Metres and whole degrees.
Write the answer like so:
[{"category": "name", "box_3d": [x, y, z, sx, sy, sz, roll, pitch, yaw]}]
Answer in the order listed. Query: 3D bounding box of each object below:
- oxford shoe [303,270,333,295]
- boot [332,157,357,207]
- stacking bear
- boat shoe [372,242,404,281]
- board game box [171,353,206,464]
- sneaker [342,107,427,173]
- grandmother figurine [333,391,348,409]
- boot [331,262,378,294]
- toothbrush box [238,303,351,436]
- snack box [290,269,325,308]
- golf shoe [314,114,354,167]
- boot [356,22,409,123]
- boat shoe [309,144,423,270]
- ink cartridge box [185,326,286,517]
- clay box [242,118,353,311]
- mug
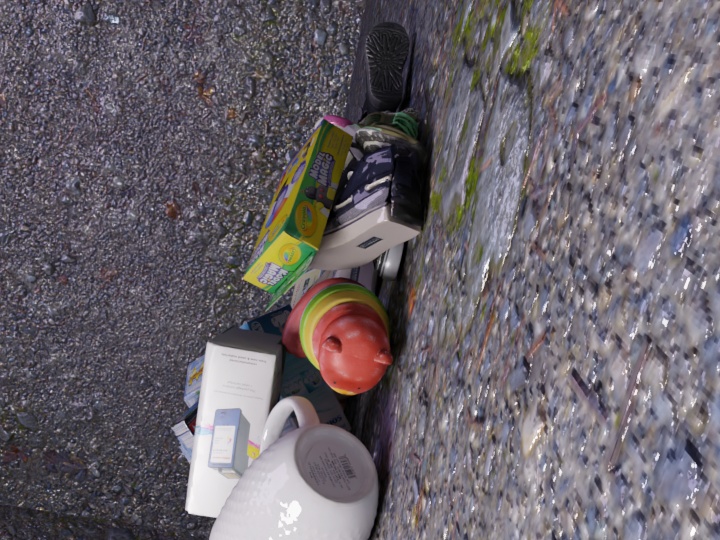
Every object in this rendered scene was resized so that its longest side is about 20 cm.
[{"category": "oxford shoe", "box_3d": [-0.037, 0.028, 1.142, 0.074, 0.070, 0.202, -41, 22, 55]}, {"category": "boot", "box_3d": [-0.038, -0.081, 1.074, 0.201, 0.065, 0.165, -53, -8, -18]}, {"category": "stacking bear", "box_3d": [-0.015, 0.076, 0.835, 0.200, 0.120, 0.115, -137, 67, -79]}, {"category": "boat shoe", "box_3d": [0.021, -0.060, 0.938, 0.202, 0.056, 0.069, -90, 11, -52]}, {"category": "board game box", "box_3d": [-0.208, 0.232, 1.128, 0.061, 0.202, 0.200, -31, 4, 22]}, {"category": "sneaker", "box_3d": [0.039, -0.166, 0.901, 0.089, 0.077, 0.200, -43, 25, -5]}, {"category": "grandmother figurine", "box_3d": [-0.061, 0.268, 1.177, 0.121, 0.060, 0.203, -66, -10, -78]}, {"category": "boot", "box_3d": [0.000, 0.000, 1.068, 0.091, 0.072, 0.202, -64, -7, -53]}, {"category": "toothbrush box", "box_3d": [-0.119, 0.174, 1.094, 0.146, 0.085, 0.202, -35, 80, 50]}, {"category": "snack box", "box_3d": [-0.090, 0.099, 1.223, 0.116, 0.037, 0.203, -20, 55, 63]}, {"category": "golf shoe", "box_3d": [-0.046, -0.157, 1.143, 0.200, 0.074, 0.093, 109, 175, -67]}, {"category": "boot", "box_3d": [0.025, -0.257, 1.185, 0.201, 0.064, 0.167, 102, 177, -60]}, {"category": "boat shoe", "box_3d": [-0.002, -0.066, 0.850, 0.199, 0.074, 0.094, -21, 61, 47]}, {"category": "ink cartridge box", "box_3d": [-0.148, 0.183, 0.930, 0.145, 0.086, 0.204, -79, -1, -88]}, {"category": "clay box", "box_3d": [-0.074, -0.063, 0.860, 0.115, 0.047, 0.202, -42, 25, 48]}, {"category": "mug", "box_3d": [-0.066, 0.226, 0.783, 0.177, 0.145, 0.202, -59, 35, 35]}]
